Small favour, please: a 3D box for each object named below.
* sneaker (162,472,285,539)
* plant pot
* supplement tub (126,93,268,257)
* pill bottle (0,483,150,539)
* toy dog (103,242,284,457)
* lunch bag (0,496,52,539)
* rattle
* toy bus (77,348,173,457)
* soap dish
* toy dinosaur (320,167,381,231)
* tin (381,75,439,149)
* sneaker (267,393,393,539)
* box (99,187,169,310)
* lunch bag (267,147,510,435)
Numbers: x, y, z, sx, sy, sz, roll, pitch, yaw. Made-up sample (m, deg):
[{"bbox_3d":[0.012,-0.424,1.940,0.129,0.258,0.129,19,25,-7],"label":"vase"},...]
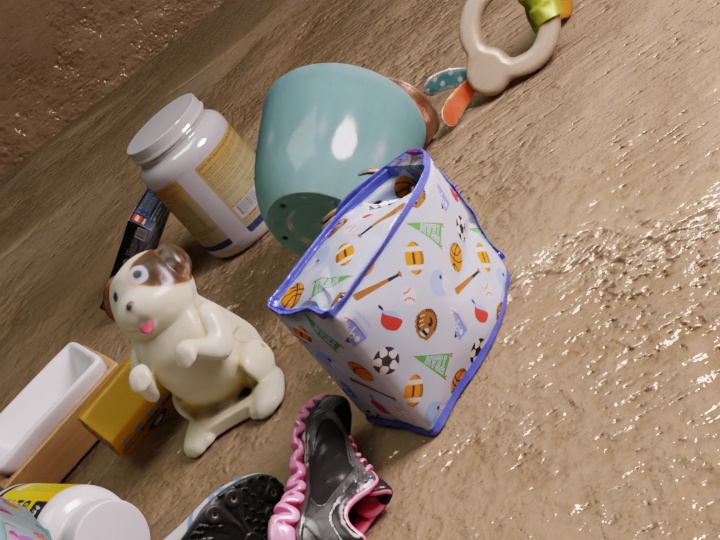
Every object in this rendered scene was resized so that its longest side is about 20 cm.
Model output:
[{"bbox_3d":[-0.151,0.256,1.007,0.200,0.072,0.072,-44,17,-13],"label":"sneaker"},{"bbox_3d":[-0.033,-0.111,1.288,0.200,0.200,0.162,-21,43,37],"label":"plant pot"},{"bbox_3d":[-0.215,-0.132,1.557,0.144,0.200,0.145,-32,27,18],"label":"supplement tub"},{"bbox_3d":[-0.302,0.275,1.137,0.199,0.113,0.113,-12,38,47],"label":"pill bottle"},{"bbox_3d":[-0.184,0.064,1.202,0.139,0.200,0.194,-25,30,29],"label":"toy dog"},{"bbox_3d":[-0.349,0.292,1.001,0.161,0.077,0.200,-62,27,-8],"label":"lunch bag"},{"bbox_3d":[0.173,-0.281,1.408,0.201,0.130,0.143,-61,6,23],"label":"rattle"},{"bbox_3d":[-0.240,0.120,1.312,0.200,0.065,0.078,-51,-12,-20],"label":"toy bus"},{"bbox_3d":[-0.391,0.193,1.429,0.200,0.081,0.157,-50,26,-16],"label":"soap dish"},{"bbox_3d":[0.000,0.000,1.121,0.086,0.136,0.201,-12,38,46],"label":"toy dinosaur"},{"bbox_3d":[0.014,-0.190,1.430,0.199,0.112,0.042,-6,42,52],"label":"tin"},{"bbox_3d":[-0.016,0.182,0.951,0.095,0.079,0.201,-8,36,14],"label":"sneaker"},{"bbox_3d":[-0.325,-0.043,1.652,0.137,0.040,0.200,-71,8,-48],"label":"box"},{"bbox_3d":[0.040,0.015,1.004,0.123,0.170,0.200,5,53,51],"label":"lunch bag"}]
